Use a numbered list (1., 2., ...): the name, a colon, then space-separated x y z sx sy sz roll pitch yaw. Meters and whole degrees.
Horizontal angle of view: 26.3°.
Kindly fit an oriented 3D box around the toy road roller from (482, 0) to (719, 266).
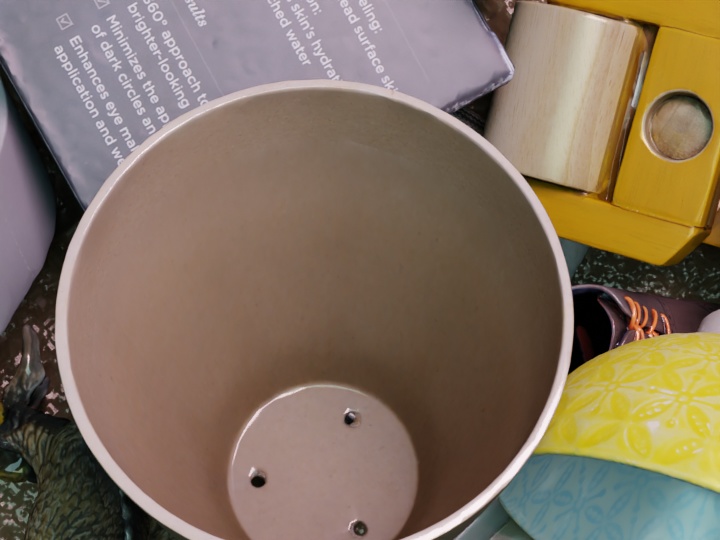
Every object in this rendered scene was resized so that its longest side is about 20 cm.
1. toy road roller: 0.167 -0.063 0.741 0.198 0.146 0.124 17 96 17

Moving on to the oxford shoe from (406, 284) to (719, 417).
1. oxford shoe: 0.125 0.042 0.736 0.198 0.073 0.072 -5 71 -24

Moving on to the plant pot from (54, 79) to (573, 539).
1. plant pot: -0.016 0.056 0.636 0.185 0.201 0.190 0 64 0

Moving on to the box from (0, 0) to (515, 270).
1. box: -0.067 -0.123 0.709 0.199 0.117 0.198 -30 94 -3

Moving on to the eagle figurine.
1. eagle figurine: -0.113 0.121 0.697 0.199 0.151 0.153 31 124 32

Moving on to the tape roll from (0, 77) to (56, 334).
1. tape roll: -0.243 -0.023 0.699 0.198 0.067 0.202 -7 49 9

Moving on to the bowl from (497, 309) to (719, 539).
1. bowl: 0.166 0.082 0.663 0.198 0.200 0.109 27 68 0

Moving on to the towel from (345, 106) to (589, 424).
1. towel: 0.000 0.000 0.778 0.191 0.035 0.201 33 87 0

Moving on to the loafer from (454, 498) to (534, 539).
1. loafer: 0.045 0.166 0.751 0.199 0.075 0.070 -40 85 -3
